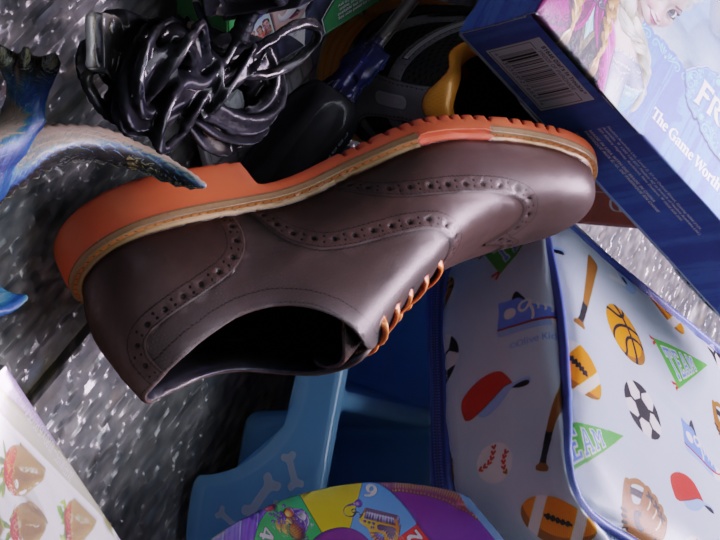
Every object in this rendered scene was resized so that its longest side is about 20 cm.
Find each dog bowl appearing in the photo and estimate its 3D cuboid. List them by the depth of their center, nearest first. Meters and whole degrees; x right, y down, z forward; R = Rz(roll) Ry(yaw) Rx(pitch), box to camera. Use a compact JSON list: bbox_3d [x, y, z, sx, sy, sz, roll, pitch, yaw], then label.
[{"bbox_3d":[-0.008,0.050,0.846,0.111,0.049,0.201,18,80,-60],"label":"dog bowl"}]

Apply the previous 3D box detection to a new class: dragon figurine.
[{"bbox_3d":[-0.127,-0.019,0.622,0.200,0.059,0.100,25,74,-58],"label":"dragon figurine"}]

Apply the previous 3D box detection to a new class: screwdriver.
[{"bbox_3d":[0.018,-0.093,0.803,0.200,0.028,0.029,-49,137,-7],"label":"screwdriver"}]

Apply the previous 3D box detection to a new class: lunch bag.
[{"bbox_3d":[0.105,0.076,0.851,0.200,0.075,0.161,39,35,-38],"label":"lunch bag"}]

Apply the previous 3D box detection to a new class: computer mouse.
[{"bbox_3d":[-0.022,-0.132,0.668,0.200,0.053,0.138,-59,167,8],"label":"computer mouse"}]

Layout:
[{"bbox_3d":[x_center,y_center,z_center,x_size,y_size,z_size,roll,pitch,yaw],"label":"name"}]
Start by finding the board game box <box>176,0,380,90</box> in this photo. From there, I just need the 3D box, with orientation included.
[{"bbox_3d":[0.015,-0.164,0.779,0.200,0.029,0.135,-35,143,-32],"label":"board game box"}]

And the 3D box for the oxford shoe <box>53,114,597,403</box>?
[{"bbox_3d":[0.000,0.000,0.748,0.200,0.073,0.071,-14,152,-23],"label":"oxford shoe"}]

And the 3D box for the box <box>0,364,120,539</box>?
[{"bbox_3d":[-0.097,0.106,0.715,0.039,0.041,0.200,-62,142,-33],"label":"box"}]

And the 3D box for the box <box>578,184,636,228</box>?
[{"bbox_3d":[0.126,-0.127,0.977,0.097,0.124,0.201,-30,120,-54],"label":"box"}]

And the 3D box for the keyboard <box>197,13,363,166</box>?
[{"bbox_3d":[-0.011,-0.096,0.858,0.200,0.011,0.056,-55,139,-40],"label":"keyboard"}]

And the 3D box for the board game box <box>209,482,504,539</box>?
[{"bbox_3d":[0.018,0.157,0.698,0.158,0.200,0.039,-36,171,-22],"label":"board game box"}]

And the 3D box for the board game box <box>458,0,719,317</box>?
[{"bbox_3d":[0.148,-0.102,0.843,0.200,0.043,0.199,44,58,-29],"label":"board game box"}]

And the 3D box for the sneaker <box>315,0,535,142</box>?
[{"bbox_3d":[0.086,-0.071,0.860,0.199,0.077,0.079,-9,108,-23],"label":"sneaker"}]
